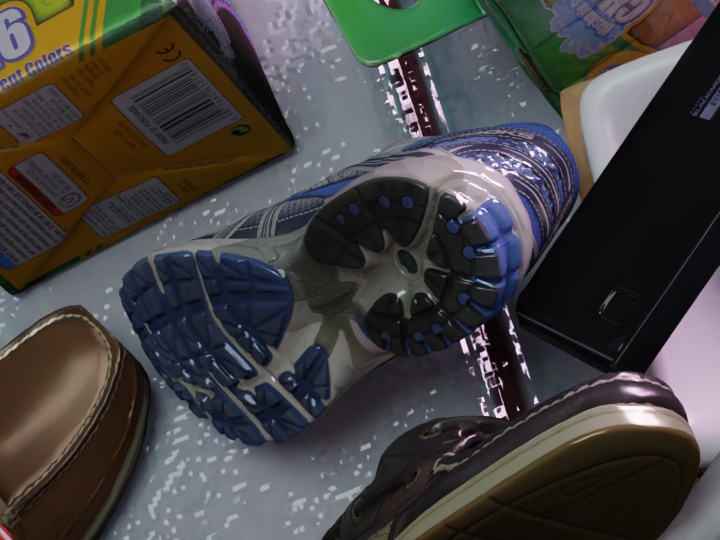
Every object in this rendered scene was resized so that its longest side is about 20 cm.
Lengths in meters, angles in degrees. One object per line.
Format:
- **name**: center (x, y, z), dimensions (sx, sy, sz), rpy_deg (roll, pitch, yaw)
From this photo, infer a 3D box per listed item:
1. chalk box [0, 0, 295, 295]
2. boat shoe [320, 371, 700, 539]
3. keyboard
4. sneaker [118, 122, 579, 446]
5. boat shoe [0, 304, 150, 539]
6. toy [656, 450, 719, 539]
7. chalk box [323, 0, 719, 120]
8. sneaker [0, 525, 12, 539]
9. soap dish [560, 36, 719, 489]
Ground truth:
- **chalk box**: center (-0.128, -0.119, 1.087), dimensions (0.124, 0.125, 0.200), rpy_deg (-28, 61, 8)
- **boat shoe**: center (0.032, 0.076, 0.933), dimensions (0.200, 0.073, 0.065), rpy_deg (-42, 43, 45)
- **keyboard**: center (0.131, -0.051, 0.899), dimensions (0.200, 0.021, 0.127), rpy_deg (-56, 27, -3)
- **sneaker**: center (0.000, 0.000, 1.005), dimensions (0.200, 0.077, 0.085), rpy_deg (-17, 15, 48)
- **boat shoe**: center (-0.154, 0.095, 1.038), dimensions (0.076, 0.074, 0.200), rpy_deg (38, 86, 28)
- **toy**: center (0.123, 0.138, 0.918), dimensions (0.115, 0.047, 0.200), rpy_deg (37, 108, 11)
- **chalk box**: center (0.076, -0.139, 1.020), dimensions (0.200, 0.124, 0.125), rpy_deg (-33, 63, 7)
- **sneaker**: center (-0.124, 0.111, 0.903), dimensions (0.200, 0.077, 0.073), rpy_deg (33, 84, 29)
- **soap dish**: center (0.176, -0.014, 0.955), dimensions (0.199, 0.081, 0.158), rpy_deg (-18, 64, 13)
